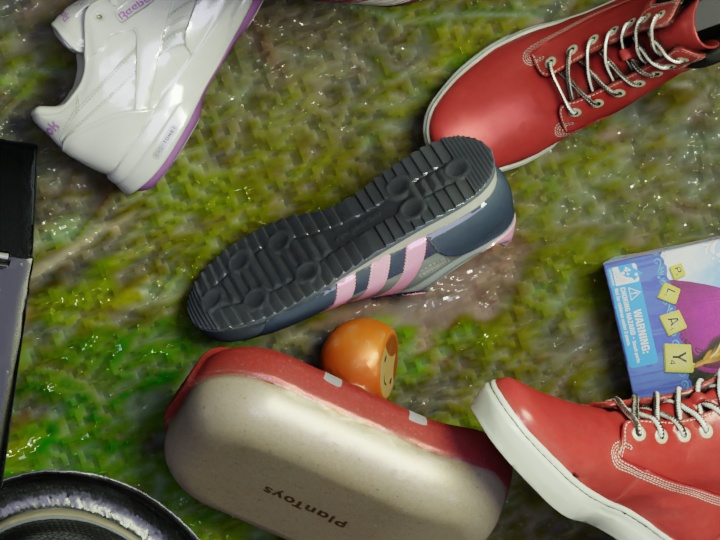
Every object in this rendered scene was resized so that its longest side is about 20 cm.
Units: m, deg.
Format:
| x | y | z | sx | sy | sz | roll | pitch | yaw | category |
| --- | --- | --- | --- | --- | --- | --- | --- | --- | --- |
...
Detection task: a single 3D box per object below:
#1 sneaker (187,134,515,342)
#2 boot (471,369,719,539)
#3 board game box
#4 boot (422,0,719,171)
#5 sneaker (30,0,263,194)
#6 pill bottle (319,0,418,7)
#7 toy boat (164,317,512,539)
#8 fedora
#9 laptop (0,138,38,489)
| x | y | z | sx | sy | sz | roll | pitch | yaw | category |
| --- | --- | --- | --- | --- | --- | --- | --- | --- | --- |
| 0.000 | 0.000 | 1.518 | 0.200 | 0.082 | 0.070 | -25 | 50 | 8 | sneaker |
| 0.166 | 0.078 | 1.451 | 0.144 | 0.072 | 0.200 | -45 | 132 | 16 | boot |
| 0.261 | 0.070 | 1.534 | 0.199 | 0.041 | 0.200 | -13 | 92 | 18 | board game box |
| 0.134 | -0.117 | 1.503 | 0.200 | 0.144 | 0.072 | -29 | 96 | -8 | boot |
| -0.115 | -0.148 | 1.491 | 0.100 | 0.075 | 0.200 | 29 | 85 | -10 | sneaker |
| -0.003 | -0.204 | 1.444 | 0.114 | 0.200 | 0.114 | 2 | 94 | 32 | pill bottle |
| -0.006 | 0.086 | 1.501 | 0.200 | 0.131 | 0.131 | 25 | 56 | -9 | toy boat |
| -0.159 | 0.209 | 1.471 | 0.200 | 0.092 | 0.201 | 0 | 89 | -11 | fedora |
| -0.279 | 0.010 | 1.435 | 0.187 | 0.116 | 0.200 | 8 | 86 | -10 | laptop |
